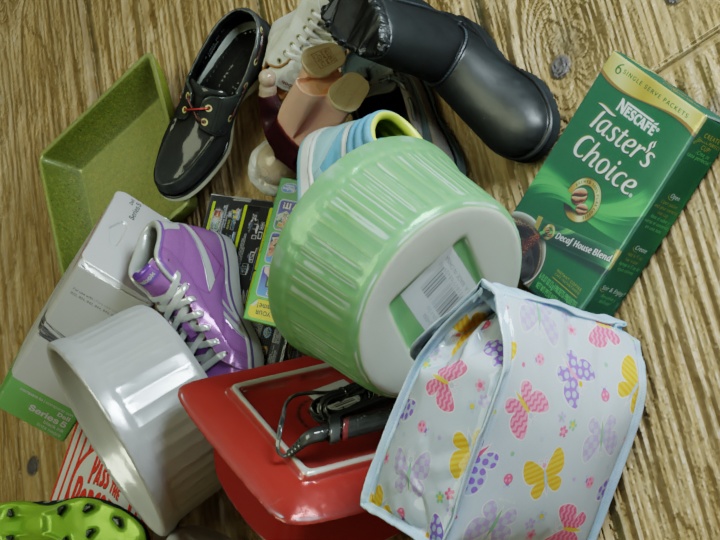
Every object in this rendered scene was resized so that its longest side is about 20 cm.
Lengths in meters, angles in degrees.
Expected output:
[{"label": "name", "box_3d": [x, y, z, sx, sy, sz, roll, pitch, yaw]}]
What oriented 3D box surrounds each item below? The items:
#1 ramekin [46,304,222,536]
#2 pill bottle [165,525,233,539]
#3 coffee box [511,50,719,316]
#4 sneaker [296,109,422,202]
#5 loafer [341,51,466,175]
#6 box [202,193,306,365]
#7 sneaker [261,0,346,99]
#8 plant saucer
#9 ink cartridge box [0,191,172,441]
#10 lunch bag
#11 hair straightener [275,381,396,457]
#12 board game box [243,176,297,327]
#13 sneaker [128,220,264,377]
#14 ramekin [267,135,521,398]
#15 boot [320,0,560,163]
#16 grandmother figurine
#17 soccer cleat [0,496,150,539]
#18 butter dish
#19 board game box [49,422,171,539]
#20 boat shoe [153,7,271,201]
[{"label": "ramekin", "box_3d": [-0.190, 0.128, 1.675, 0.098, 0.201, 0.200, -31, 44, -17]}, {"label": "pill bottle", "box_3d": [-0.169, 0.340, 1.674, 0.113, 0.113, 0.200, 44, 109, 43]}, {"label": "coffee box", "box_3d": [0.197, -0.063, 1.494, 0.200, 0.044, 0.123, -58, 45, 14]}, {"label": "sneaker", "box_3d": [0.008, -0.043, 1.567, 0.130, 0.079, 0.201, -24, 66, 47]}, {"label": "loafer", "box_3d": [0.029, -0.142, 1.674, 0.072, 0.063, 0.200, -50, 48, 21]}, {"label": "box", "box_3d": [-0.100, 0.033, 1.758, 0.160, 0.044, 0.201, 8, 82, 46]}, {"label": "sneaker", "box_3d": [-0.038, -0.209, 1.725, 0.200, 0.073, 0.085, -33, 38, 65]}, {"label": "plant saucer", "box_3d": [-0.244, -0.090, 1.938, 0.200, 0.048, 0.200, -38, 54, 30]}, {"label": "ink cartridge box", "box_3d": [-0.263, 0.044, 1.821, 0.200, 0.084, 0.146, -53, 11, 31]}, {"label": "lunch bag", "box_3d": [0.116, 0.116, 1.426, 0.127, 0.169, 0.200, 28, 100, 49]}, {"label": "hair straightener", "box_3d": [0.011, 0.111, 1.525, 0.077, 0.200, 0.041, 33, 133, 48]}, {"label": "board game box", "box_3d": [0.000, 0.000, 1.645, 0.200, 0.029, 0.135, 12, 84, 31]}, {"label": "sneaker", "box_3d": [-0.159, 0.044, 1.700, 0.073, 0.114, 0.201, -37, 55, 29]}, {"label": "ramekin", "box_3d": [0.034, 0.003, 1.482, 0.098, 0.200, 0.200, 36, 102, 40]}, {"label": "boot", "box_3d": [0.064, -0.177, 1.578, 0.073, 0.162, 0.198, -52, 47, 21]}, {"label": "grandmother figurine", "box_3d": [-0.058, -0.132, 1.713, 0.121, 0.060, 0.200, 60, 150, 15]}, {"label": "soccer cleat", "box_3d": [-0.268, 0.246, 1.766, 0.200, 0.081, 0.068, 0, 83, 33]}, {"label": "butter dish", "box_3d": [-0.037, 0.177, 1.573, 0.200, 0.199, 0.148, 43, 134, 42]}, {"label": "board game box", "box_3d": [-0.248, 0.250, 1.830, 0.151, 0.046, 0.200, 19, 90, 46]}, {"label": "boat shoe", "box_3d": [-0.150, -0.164, 1.825, 0.074, 0.063, 0.202, 26, 82, 27]}]
